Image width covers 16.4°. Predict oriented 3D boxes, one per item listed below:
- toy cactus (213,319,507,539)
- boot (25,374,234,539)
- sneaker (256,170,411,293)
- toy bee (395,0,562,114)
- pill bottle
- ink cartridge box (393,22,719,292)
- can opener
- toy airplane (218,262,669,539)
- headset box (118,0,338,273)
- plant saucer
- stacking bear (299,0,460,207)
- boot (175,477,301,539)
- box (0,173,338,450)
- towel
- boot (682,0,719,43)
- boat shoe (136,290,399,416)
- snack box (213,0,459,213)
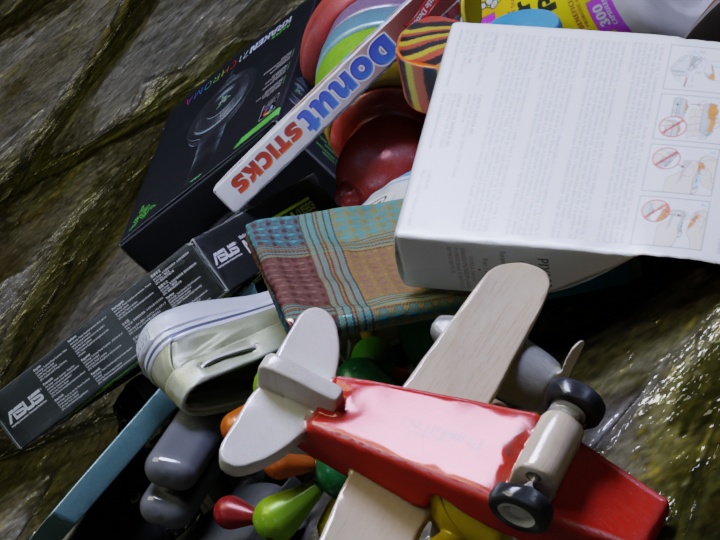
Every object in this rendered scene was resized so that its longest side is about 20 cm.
[{"bbox_3d":[0.017,0.080,1.400,0.165,0.102,0.200,14,55,46],"label":"toy cactus"},{"bbox_3d":[-0.168,0.150,1.600,0.154,0.074,0.204,-36,23,-6],"label":"boot"},{"bbox_3d":[0.000,0.000,1.601,0.200,0.072,0.072,-35,7,31],"label":"sneaker"},{"bbox_3d":[0.088,-0.112,1.476,0.200,0.131,0.109,-14,19,47],"label":"toy bee"},{"bbox_3d":[0.132,-0.155,1.565,0.200,0.104,0.104,-24,30,48],"label":"pill bottle"},{"bbox_3d":[0.131,-0.058,1.351,0.199,0.047,0.160,6,52,14],"label":"ink cartridge box"},{"bbox_3d":[-0.072,0.094,1.507,0.200,0.067,0.054,-59,-19,-63],"label":"can opener"},{"bbox_3d":[0.032,0.102,1.220,0.199,0.141,0.199,-24,48,-1],"label":"toy airplane"},{"bbox_3d":[-0.076,-0.081,1.865,0.174,0.093,0.200,-35,23,30],"label":"headset box"},{"bbox_3d":[-0.128,0.090,1.532,0.200,0.019,0.070,-49,0,-26],"label":"plant saucer"},{"bbox_3d":[0.021,-0.104,1.690,0.200,0.121,0.114,-90,7,-47],"label":"stacking bear"},{"bbox_3d":[-0.123,0.198,1.472,0.199,0.078,0.139,-16,30,33],"label":"boot"},{"bbox_3d":[-0.125,0.024,1.640,0.200,0.048,0.193,-36,-3,28],"label":"box"},{"bbox_3d":[0.044,-0.011,1.404,0.199,0.022,0.147,-9,25,-10],"label":"towel"},{"bbox_3d":[0.242,-0.188,1.469,0.186,0.064,0.200,-38,20,9],"label":"boot"},{"bbox_3d":[-0.035,0.045,1.498,0.199,0.072,0.062,-15,49,-24],"label":"boat shoe"},{"bbox_3d":[-0.015,-0.115,1.604,0.200,0.024,0.072,-44,4,2],"label":"snack box"}]
